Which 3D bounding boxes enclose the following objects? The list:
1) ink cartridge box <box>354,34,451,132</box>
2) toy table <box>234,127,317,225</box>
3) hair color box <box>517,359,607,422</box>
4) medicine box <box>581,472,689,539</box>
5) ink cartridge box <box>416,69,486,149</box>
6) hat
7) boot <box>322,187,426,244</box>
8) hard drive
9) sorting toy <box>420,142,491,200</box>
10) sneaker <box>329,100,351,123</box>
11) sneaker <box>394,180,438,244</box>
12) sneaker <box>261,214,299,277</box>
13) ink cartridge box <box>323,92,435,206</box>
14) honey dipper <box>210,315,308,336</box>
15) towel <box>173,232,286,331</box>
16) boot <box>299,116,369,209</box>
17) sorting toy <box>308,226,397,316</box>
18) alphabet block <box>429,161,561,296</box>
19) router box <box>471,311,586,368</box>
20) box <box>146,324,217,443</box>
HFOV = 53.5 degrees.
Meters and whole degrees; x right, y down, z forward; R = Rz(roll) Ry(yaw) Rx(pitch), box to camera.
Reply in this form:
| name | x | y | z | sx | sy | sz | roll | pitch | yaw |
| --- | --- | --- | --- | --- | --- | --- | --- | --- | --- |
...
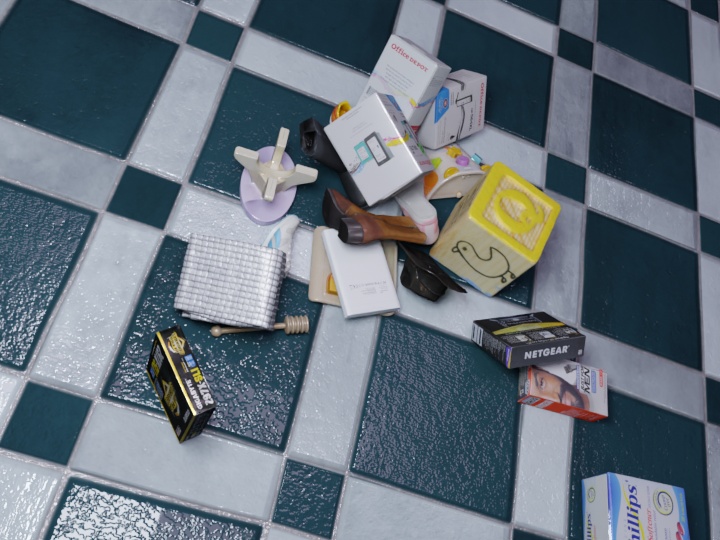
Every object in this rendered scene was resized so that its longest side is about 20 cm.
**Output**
| name | x | y | z | sx | sy | sz | roll | pitch | yaw |
| --- | --- | --- | --- | --- | --- | --- | --- | --- | --- |
| ink cartridge box | 0.098 | -0.425 | 1.677 | 0.146 | 0.201 | 0.083 | 41 | 27 | 21 |
| toy table | -0.196 | -0.213 | 1.580 | 0.182 | 0.117 | 0.201 | 5 | 65 | -18 |
| hair color box | 0.460 | 0.263 | 1.624 | 0.199 | 0.064 | 0.112 | 16 | 61 | -11 |
| medicine box | 0.579 | 0.542 | 1.509 | 0.199 | 0.103 | 0.183 | 15 | 61 | -14 |
| ink cartridge box | 0.223 | -0.406 | 1.791 | 0.199 | 0.147 | 0.084 | -28 | 40 | -36 |
| hat | 0.140 | 0.018 | 1.605 | 0.200 | 0.201 | 0.081 | 35 | 101 | -2 |
| boot | 0.028 | -0.123 | 1.583 | 0.199 | 0.069 | 0.188 | -2 | 30 | -28 |
| hard drive | 0.000 | 0.000 | 1.564 | 0.131 | 0.027 | 0.201 | -7 | 70 | -27 |
| sorting toy | 0.223 | -0.270 | 1.792 | 0.199 | 0.107 | 0.181 | -8 | 49 | -24 |
| sneaker | -0.003 | -0.320 | 1.728 | 0.073 | 0.077 | 0.200 | -36 | 83 | -32 |
| sneaker | 0.132 | -0.137 | 1.699 | 0.075 | 0.105 | 0.201 | -19 | 41 | -5 |
| sneaker | -0.179 | -0.030 | 1.524 | 0.080 | 0.077 | 0.201 | 31 | 68 | -1 |
| ink cartridge box | 0.046 | -0.269 | 1.596 | 0.201 | 0.146 | 0.147 | 59 | 20 | -1 |
| honey dipper | -0.205 | 0.115 | 1.464 | 0.198 | 0.038 | 0.038 | -2 | 66 | -19 |
| towel | -0.255 | 0.026 | 1.419 | 0.198 | 0.086 | 0.167 | 9 | 83 | 8 |
| boot | -0.054 | -0.236 | 1.607 | 0.065 | 0.200 | 0.166 | -31 | 62 | 15 |
| sorting toy | -0.012 | -0.002 | 1.592 | 0.198 | 0.037 | 0.186 | 11 | 62 | -15 |
| alphabet block | 0.310 | -0.093 | 1.658 | 0.195 | 0.200 | 0.197 | 33 | 58 | -4 |
| router box | 0.373 | 0.151 | 1.596 | 0.199 | 0.157 | 0.053 | -5 | 109 | -22 |
| box | -0.324 | 0.207 | 1.278 | 0.049 | 0.200 | 0.160 | -19 | 73 | -29 |
